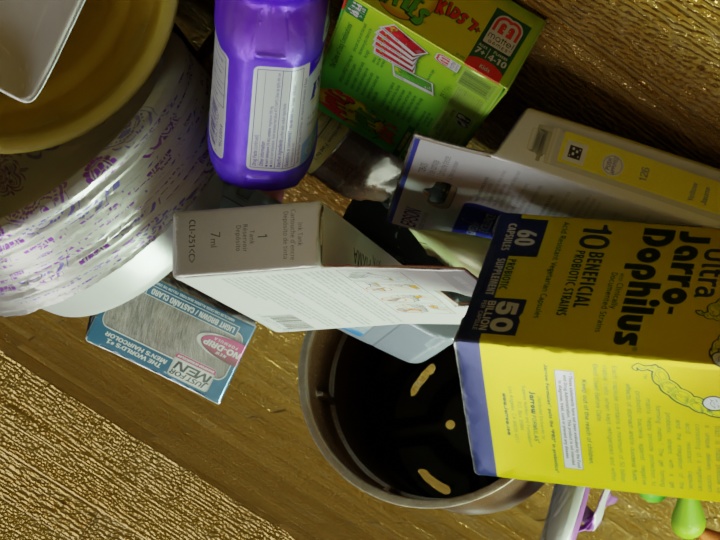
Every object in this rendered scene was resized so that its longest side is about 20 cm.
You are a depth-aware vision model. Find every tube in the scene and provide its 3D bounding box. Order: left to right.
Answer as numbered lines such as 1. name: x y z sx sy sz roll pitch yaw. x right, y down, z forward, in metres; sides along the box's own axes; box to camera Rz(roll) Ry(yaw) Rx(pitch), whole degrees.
1. tube: 0.127 0.011 1.288 0.199 0.052 0.058 18 131 15

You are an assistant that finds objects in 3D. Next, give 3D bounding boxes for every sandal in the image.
1. sandal: 0.181 0.161 1.672 0.050 0.203 0.083 19 124 3

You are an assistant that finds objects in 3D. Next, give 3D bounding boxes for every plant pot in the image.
1. plant pot: -0.230 -0.187 1.288 0.201 0.201 0.189 39 178 -28
2. plant pot: 0.072 0.097 1.627 0.200 0.201 0.198 26 172 18

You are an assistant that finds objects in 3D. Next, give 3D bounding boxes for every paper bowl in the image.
1. paper bowl: -0.166 -0.051 1.328 0.200 0.201 0.104 9 141 54

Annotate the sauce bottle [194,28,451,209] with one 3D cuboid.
1. sauce bottle: -0.021 -0.091 1.408 0.200 0.066 0.066 35 165 -15

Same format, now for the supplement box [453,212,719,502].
1. supplement box: 0.165 0.049 1.180 0.199 0.109 0.110 5 133 17

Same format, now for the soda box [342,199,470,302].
1. soda box: 0.085 -0.003 1.474 0.200 0.071 0.063 29 164 4

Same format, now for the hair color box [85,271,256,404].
1. hair color box: -0.129 0.024 1.462 0.100 0.061 0.200 26 -173 -9

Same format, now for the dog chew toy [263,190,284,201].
1. dog chew toy: -0.136 -0.085 1.560 0.200 0.125 0.124 32 167 -37

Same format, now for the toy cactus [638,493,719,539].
1. toy cactus: 0.262 0.132 1.580 0.200 0.102 0.165 35 146 -8

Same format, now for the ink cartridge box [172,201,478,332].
1. ink cartridge box: 0.000 0.000 1.305 0.176 0.045 0.200 -3 169 15

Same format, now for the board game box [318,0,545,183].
1. board game box: 0.033 -0.120 1.242 0.101 0.048 0.200 31 165 -1

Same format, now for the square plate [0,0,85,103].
1. square plate: -0.212 -0.222 1.135 0.200 0.198 0.028 30 -171 4

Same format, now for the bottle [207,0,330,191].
1. bottle: -0.050 -0.137 1.198 0.065 0.084 0.200 4 137 -4

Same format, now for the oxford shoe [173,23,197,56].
1. oxford shoe: -0.148 -0.133 1.441 0.200 0.071 0.071 43 125 -3

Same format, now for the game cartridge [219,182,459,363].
1. game cartridge: -0.026 0.003 1.484 0.200 0.041 0.133 28 170 -3

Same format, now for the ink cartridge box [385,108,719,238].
1. ink cartridge box: 0.123 -0.039 1.278 0.199 0.047 0.198 21 166 0
